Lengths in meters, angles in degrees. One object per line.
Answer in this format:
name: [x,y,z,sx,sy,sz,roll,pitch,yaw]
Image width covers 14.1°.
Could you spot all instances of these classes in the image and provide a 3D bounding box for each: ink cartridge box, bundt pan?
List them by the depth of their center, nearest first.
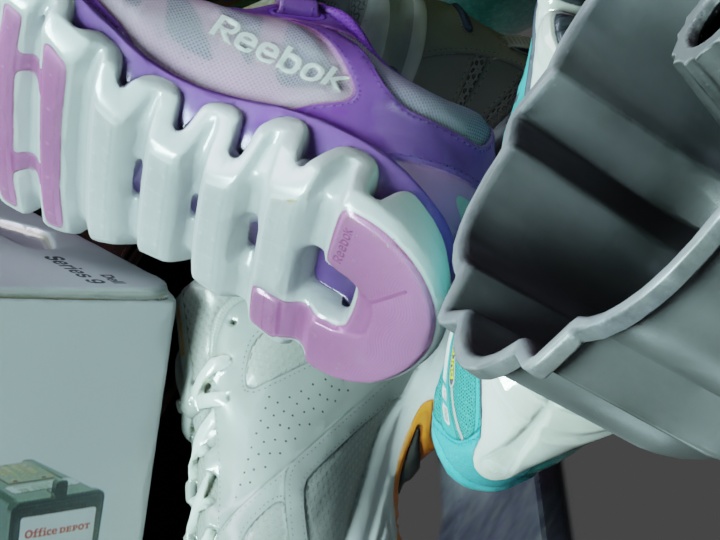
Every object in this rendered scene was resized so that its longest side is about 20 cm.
bundt pan: [0.109,-0.038,0.664,0.202,0.076,0.202,-49,14,17]
ink cartridge box: [-0.136,0.084,0.890,0.146,0.084,0.201,22,107,54]

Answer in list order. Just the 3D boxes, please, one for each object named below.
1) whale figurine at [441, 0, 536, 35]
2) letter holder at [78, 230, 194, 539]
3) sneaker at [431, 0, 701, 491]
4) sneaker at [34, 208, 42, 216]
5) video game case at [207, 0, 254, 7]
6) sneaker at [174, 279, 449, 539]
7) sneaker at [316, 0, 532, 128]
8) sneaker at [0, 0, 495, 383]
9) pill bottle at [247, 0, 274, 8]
whale figurine: [0.072,-0.156,1.074,0.199,0.104,0.159,-31,9,-12]
letter holder: [-0.073,0.028,1.052,0.142,0.100,0.201,-25,32,58]
sneaker: [0.061,-0.025,0.805,0.080,0.077,0.201,-50,12,49]
sneaker: [-0.164,0.032,0.991,0.080,0.071,0.201,-14,48,47]
video game case: [-0.067,-0.092,0.965,0.199,0.018,0.143,-20,0,28]
sneaker: [-0.030,0.054,0.860,0.076,0.092,0.201,-32,26,57]
sneaker: [0.000,0.000,0.952,0.075,0.081,0.201,-103,30,-51]
sneaker: [-0.044,-0.050,0.840,0.089,0.199,0.081,-48,-18,-39]
pill bottle: [-0.004,-0.205,1.334,0.200,0.119,0.120,-49,15,19]
